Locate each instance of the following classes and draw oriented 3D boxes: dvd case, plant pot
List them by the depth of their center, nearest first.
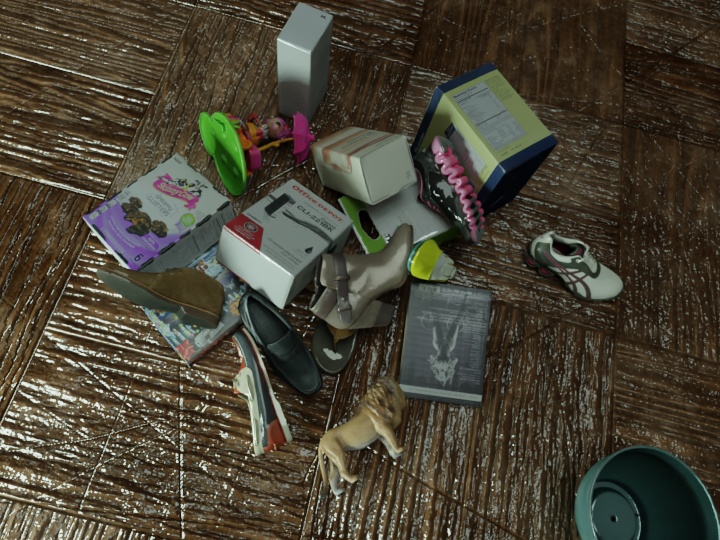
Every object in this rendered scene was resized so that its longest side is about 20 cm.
[{"bbox_3d":[0.415,0.383,0.853,0.197,0.134,0.203,3,67,-7],"label":"plant pot"},{"bbox_3d":[0.147,0.125,0.960,0.146,0.016,0.203,8,82,-4],"label":"dvd case"}]

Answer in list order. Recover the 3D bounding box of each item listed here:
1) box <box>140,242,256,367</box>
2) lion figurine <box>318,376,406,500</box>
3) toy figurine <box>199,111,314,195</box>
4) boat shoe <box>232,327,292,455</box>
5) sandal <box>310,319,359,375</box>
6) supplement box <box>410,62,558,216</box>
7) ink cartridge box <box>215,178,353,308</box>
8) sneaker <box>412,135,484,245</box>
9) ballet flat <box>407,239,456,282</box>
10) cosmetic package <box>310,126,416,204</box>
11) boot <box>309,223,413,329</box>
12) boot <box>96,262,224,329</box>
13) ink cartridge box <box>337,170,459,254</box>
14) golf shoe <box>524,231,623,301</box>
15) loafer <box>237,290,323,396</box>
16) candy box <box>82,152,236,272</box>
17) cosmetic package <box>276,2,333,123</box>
[{"bbox_3d":[-0.257,0.047,0.951,0.200,0.040,0.137,-41,79,-21],"label":"box"},{"bbox_3d":[-0.004,0.262,0.882,0.198,0.073,0.123,-28,66,-13],"label":"lion figurine"},{"bbox_3d":[-0.185,-0.251,1.058,0.182,0.152,0.200,-21,47,-29],"label":"toy figurine"},{"bbox_3d":[-0.172,0.192,0.890,0.062,0.071,0.202,-21,76,-12],"label":"boat shoe"},{"bbox_3d":[-0.022,0.082,0.958,0.081,0.055,0.201,30,73,6],"label":"sandal"},{"bbox_3d":[0.221,-0.232,1.042,0.133,0.200,0.201,-28,74,-21],"label":"supplement box"},{"bbox_3d":[-0.124,-0.053,0.945,0.144,0.084,0.200,35,41,8],"label":"ink cartridge box"},{"bbox_3d":[0.151,-0.132,0.988,0.079,0.095,0.202,-18,84,-60],"label":"sneaker"},{"bbox_3d":[0.130,-0.009,0.946,0.066,0.200,0.067,27,92,14],"label":"ballet flat"},{"bbox_3d":[0.000,-0.195,0.999,0.103,0.088,0.199,-29,30,-20],"label":"cosmetic package"},{"bbox_3d":[0.000,0.000,0.913,0.145,0.070,0.203,17,81,-20],"label":"boot"},{"bbox_3d":[-0.308,0.023,0.870,0.198,0.073,0.076,26,64,-28],"label":"boot"},{"bbox_3d":[0.074,-0.100,1.039,0.198,0.076,0.149,-24,73,-13],"label":"ink cartridge box"},{"bbox_3d":[0.411,-0.006,1.040,0.198,0.088,0.078,24,65,1],"label":"golf shoe"},{"bbox_3d":[-0.131,0.121,0.900,0.068,0.070,0.201,-37,91,-14],"label":"loafer"},{"bbox_3d":[-0.341,-0.087,0.958,0.167,0.072,0.200,39,67,24],"label":"candy box"},{"bbox_3d":[-0.109,-0.391,1.063,0.070,0.200,0.102,23,66,2],"label":"cosmetic package"}]
